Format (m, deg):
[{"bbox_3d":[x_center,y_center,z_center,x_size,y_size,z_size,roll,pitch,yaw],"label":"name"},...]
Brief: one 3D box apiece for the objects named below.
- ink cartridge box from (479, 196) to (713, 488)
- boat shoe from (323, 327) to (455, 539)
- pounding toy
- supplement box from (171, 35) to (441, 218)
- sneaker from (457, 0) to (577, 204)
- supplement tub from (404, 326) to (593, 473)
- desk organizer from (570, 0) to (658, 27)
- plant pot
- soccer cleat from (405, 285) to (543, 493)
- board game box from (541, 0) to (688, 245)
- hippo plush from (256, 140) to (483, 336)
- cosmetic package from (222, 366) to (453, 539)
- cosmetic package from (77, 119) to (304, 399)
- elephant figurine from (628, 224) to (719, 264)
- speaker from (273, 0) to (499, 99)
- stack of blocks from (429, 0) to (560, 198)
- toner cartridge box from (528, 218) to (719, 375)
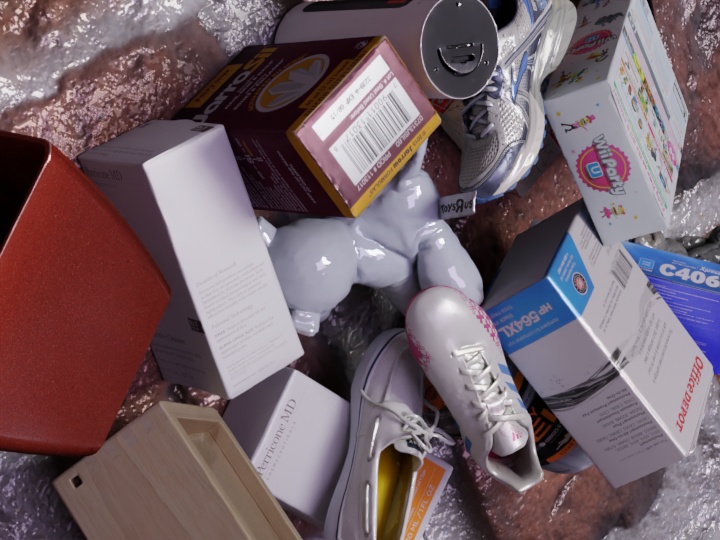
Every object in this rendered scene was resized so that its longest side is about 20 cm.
[{"bbox_3d":[0.204,0.062,1.402,0.200,0.084,0.146,52,33,-12],"label":"ink cartridge box"},{"bbox_3d":[0.032,0.141,1.334,0.074,0.086,0.203,32,64,-35],"label":"boat shoe"},{"bbox_3d":[-0.129,0.217,1.241,0.142,0.200,0.185,-36,79,4],"label":"pounding toy"},{"bbox_3d":[-0.048,-0.111,1.266,0.110,0.199,0.086,-48,118,-22],"label":"supplement box"},{"bbox_3d":[0.104,-0.150,1.323,0.085,0.077,0.201,30,66,-33],"label":"sneaker"},{"bbox_3d":[0.132,0.102,1.474,0.199,0.122,0.123,23,82,-35],"label":"supplement tub"},{"bbox_3d":[0.196,-0.297,1.501,0.199,0.077,0.072,30,78,-35],"label":"desk organizer"},{"bbox_3d":[-0.254,0.026,1.148,0.176,0.199,0.201,36,74,-45],"label":"plant pot"},{"bbox_3d":[0.100,0.097,1.324,0.070,0.086,0.201,-32,126,-5],"label":"soccer cleat"},{"bbox_3d":[0.227,-0.140,1.429,0.148,0.064,0.200,63,28,-24],"label":"board game box"},{"bbox_3d":[0.000,0.000,1.335,0.160,0.200,0.160,-33,92,-20],"label":"hippo plush"},{"bbox_3d":[-0.025,0.165,1.397,0.199,0.071,0.102,33,76,-34],"label":"cosmetic package"},{"bbox_3d":[-0.131,-0.011,1.274,0.081,0.113,0.201,-32,112,-29],"label":"cosmetic package"},{"bbox_3d":[0.300,0.030,1.588,0.199,0.141,0.156,-14,88,-40],"label":"elephant figurine"},{"bbox_3d":[0.018,-0.176,1.307,0.081,0.199,0.082,-5,99,-36],"label":"speaker"},{"bbox_3d":[0.115,-0.170,1.429,0.115,0.058,0.200,-49,134,-7],"label":"stack of blocks"},{"bbox_3d":[0.242,0.024,1.490,0.043,0.198,0.096,-61,162,-48],"label":"toner cartridge box"}]
